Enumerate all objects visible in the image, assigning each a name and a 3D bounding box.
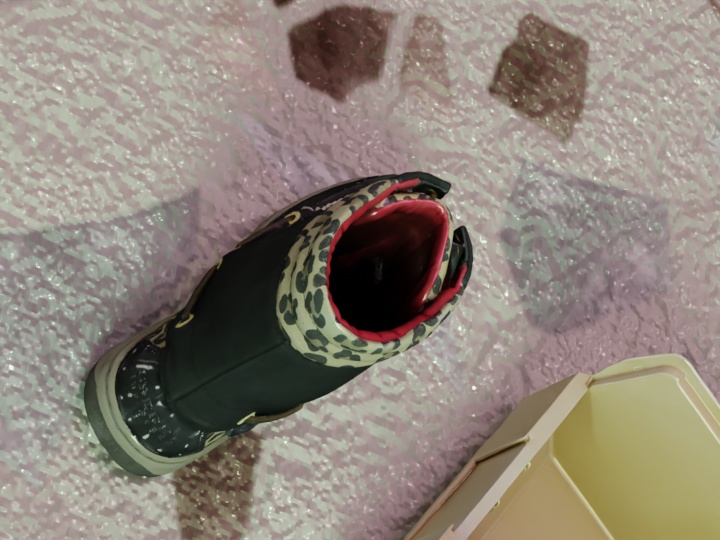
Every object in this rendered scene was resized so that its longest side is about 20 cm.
[{"bbox_3d":[0.112,0.164,0.945,0.199,0.094,0.200,54,41,-7],"label":"storage bin"},{"bbox_3d":[0.000,0.002,0.896,0.204,0.154,0.074,-37,96,-43],"label":"boot"}]
